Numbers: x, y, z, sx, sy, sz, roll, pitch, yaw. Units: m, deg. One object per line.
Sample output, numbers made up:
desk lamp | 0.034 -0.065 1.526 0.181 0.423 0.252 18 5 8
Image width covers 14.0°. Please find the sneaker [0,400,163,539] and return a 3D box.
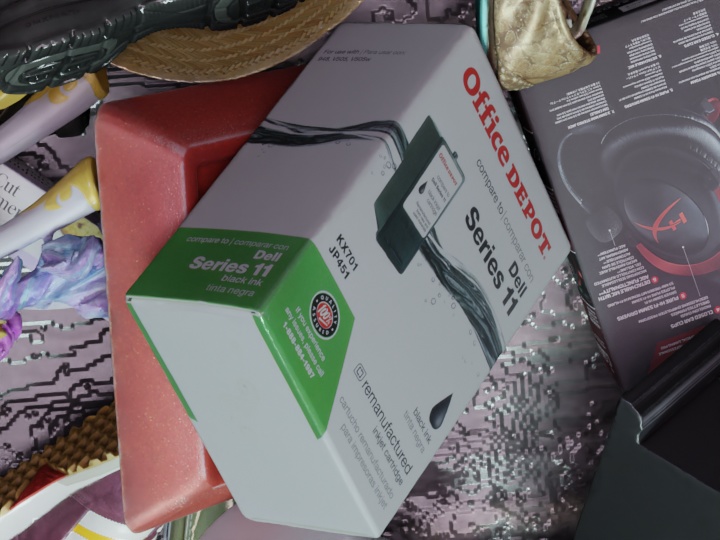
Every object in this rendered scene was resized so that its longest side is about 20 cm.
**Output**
sneaker | -0.124 0.127 1.455 0.200 0.075 0.090 -30 108 19

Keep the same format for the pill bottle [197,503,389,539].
pill bottle | 0.002 0.200 1.423 0.113 0.113 0.200 -35 124 3

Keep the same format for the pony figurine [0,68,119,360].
pony figurine | -0.203 -0.001 1.371 0.200 0.167 0.193 -17 79 12

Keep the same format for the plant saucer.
plant saucer | -0.041 0.008 1.392 0.037 0.199 0.201 3 102 37

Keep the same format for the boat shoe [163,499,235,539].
boat shoe | -0.062 0.175 1.475 0.072 0.062 0.201 -2 99 -3

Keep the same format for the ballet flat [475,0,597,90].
ballet flat | 0.082 -0.176 1.334 0.065 0.071 0.200 -4 125 1

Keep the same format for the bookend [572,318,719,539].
bookend | 0.201 0.164 1.393 0.199 0.092 0.200 31 129 22

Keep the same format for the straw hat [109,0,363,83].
straw hat | -0.081 -0.176 1.400 0.201 0.085 0.202 1 84 -11

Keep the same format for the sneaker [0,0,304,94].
sneaker | -0.090 -0.149 1.317 0.200 0.076 0.091 -17 77 -16

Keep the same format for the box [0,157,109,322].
box | -0.136 -0.008 1.452 0.200 0.039 0.041 34 97 -8

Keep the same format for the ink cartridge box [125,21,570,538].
ink cartridge box | 0.000 0.000 1.345 0.200 0.083 0.147 -55 133 -34

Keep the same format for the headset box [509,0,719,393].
headset box | 0.168 -0.040 1.446 0.148 0.075 0.200 -21 100 1

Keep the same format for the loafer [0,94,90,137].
loafer | -0.186 -0.154 1.407 0.071 0.073 0.200 -15 99 0
